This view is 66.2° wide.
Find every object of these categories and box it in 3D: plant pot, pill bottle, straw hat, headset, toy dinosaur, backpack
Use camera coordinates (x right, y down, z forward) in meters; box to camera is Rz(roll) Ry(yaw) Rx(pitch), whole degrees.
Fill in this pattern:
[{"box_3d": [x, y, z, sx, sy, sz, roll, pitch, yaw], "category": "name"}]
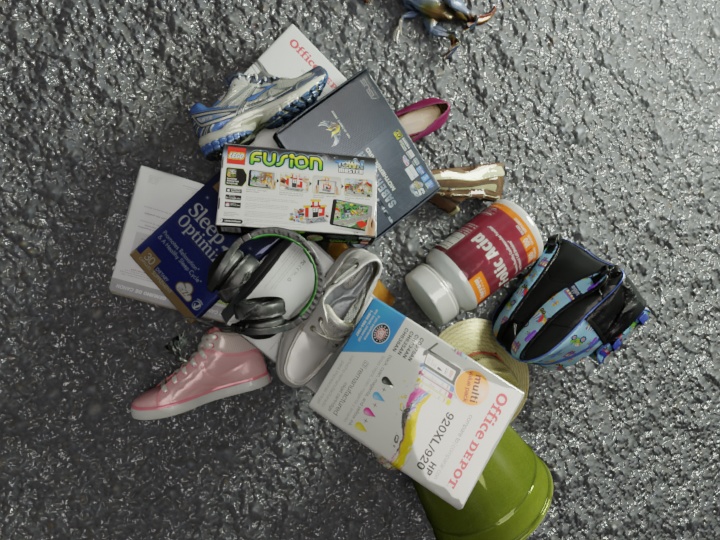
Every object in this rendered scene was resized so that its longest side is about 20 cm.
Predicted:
[{"box_3d": [0.146, 0.267, 0.808, 0.199, 0.200, 0.194, -35, 104, -9], "category": "plant pot"}, {"box_3d": [0.175, -0.011, 0.863, 0.199, 0.114, 0.115, -36, 98, -9], "category": "pill bottle"}, {"box_3d": [0.206, 0.179, 0.888, 0.198, 0.085, 0.204, 0, 92, -12], "category": "straw hat"}, {"box_3d": [-0.136, 0.033, 0.645, 0.199, 0.094, 0.124, -33, 98, 0], "category": "headset"}, {"box_3d": [0.093, -0.423, 0.879, 0.181, 0.105, 0.200, 45, 45, 3], "category": "toy dinosaur"}, {"box_3d": [0.316, 0.071, 0.868, 0.134, 0.183, 0.200, 40, 96, -27], "category": "backpack"}]

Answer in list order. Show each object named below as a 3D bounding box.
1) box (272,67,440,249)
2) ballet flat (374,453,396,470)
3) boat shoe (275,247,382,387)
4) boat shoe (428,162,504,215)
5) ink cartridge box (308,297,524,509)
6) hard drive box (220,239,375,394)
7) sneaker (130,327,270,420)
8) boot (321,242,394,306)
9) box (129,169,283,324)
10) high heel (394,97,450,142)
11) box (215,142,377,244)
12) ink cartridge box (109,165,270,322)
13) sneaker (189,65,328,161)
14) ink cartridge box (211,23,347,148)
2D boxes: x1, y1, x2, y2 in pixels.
[{"box_3d": [-0.003, -0.151, 0.777, 0.157, 0.051, 0.201, -36, 102, -8], "category": "box"}, {"box_3d": [0.040, 0.223, 0.865, 0.075, 0.064, 0.203, -12, 94, -11], "category": "ballet flat"}, {"box_3d": [-0.039, 0.061, 0.696, 0.070, 0.069, 0.202, 32, 85, -22], "category": "boat shoe"}, {"box_3d": [0.140, -0.124, 0.877, 0.199, 0.075, 0.076, -8, 99, -12], "category": "boat shoe"}, {"box_3d": [0.066, 0.154, 0.665, 0.199, 0.145, 0.148, 32, 83, 9], "category": "ink cartridge box"}, {"box_3d": [-0.065, 0.066, 0.764, 0.200, 0.077, 0.156, 43, 81, -19], "category": "hard drive box"}, {"box_3d": [-0.235, 0.139, 0.797, 0.198, 0.075, 0.106, -14, 98, -19], "category": "sneaker"}, {"box_3d": [0.000, 0.001, 0.856, 0.143, 0.071, 0.202, 33, 87, -17], "category": "boot"}, {"box_3d": [-0.187, -0.043, 0.724, 0.200, 0.032, 0.121, -43, 89, -2], "category": "box"}, {"box_3d": [0.043, -0.203, 0.841, 0.198, 0.096, 0.068, -23, 96, -11], "category": "high heel"}, {"box_3d": [-0.078, -0.096, 0.702, 0.197, 0.035, 0.112, 4, 74, -9], "category": "box"}, {"box_3d": [-0.232, -0.031, 0.791, 0.198, 0.084, 0.178, 17, 90, -12], "category": "ink cartridge box"}, {"box_3d": [-0.135, -0.229, 0.728, 0.199, 0.077, 0.086, -32, 94, -9], "category": "sneaker"}, {"box_3d": [-0.117, -0.228, 0.812, 0.145, 0.084, 0.200, 43, 83, -10], "category": "ink cartridge box"}]
